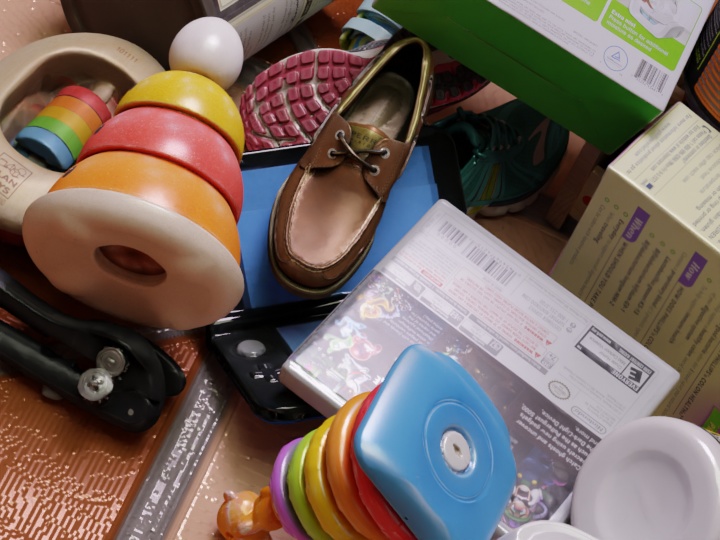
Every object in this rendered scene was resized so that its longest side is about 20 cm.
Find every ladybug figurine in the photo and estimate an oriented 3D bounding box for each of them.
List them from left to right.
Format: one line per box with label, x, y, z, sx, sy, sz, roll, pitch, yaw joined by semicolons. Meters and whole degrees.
ladybug figurine;-0.204;-0.081;1.714;0.135;0.072;0.200;36;48;8

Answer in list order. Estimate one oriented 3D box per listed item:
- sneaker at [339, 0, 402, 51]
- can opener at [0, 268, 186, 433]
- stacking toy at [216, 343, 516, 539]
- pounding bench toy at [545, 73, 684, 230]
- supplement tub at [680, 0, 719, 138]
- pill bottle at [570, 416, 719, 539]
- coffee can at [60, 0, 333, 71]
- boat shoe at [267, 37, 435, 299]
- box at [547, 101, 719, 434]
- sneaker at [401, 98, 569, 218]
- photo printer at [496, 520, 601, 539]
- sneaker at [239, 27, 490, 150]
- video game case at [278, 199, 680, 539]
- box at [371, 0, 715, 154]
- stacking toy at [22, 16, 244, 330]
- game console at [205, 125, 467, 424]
sneaker;0.037;-0.209;1.838;0.079;0.201;0.130;30;59;33
can opener;-0.208;0.042;1.631;0.199;0.079;0.064;26;86;5
stacking toy;-0.013;0.133;1.544;0.116;0.199;0.110;51;42;-19
pounding bench toy;0.264;-0.082;1.862;0.156;0.124;0.200;36;48;10
supplement tub;0.294;-0.154;1.714;0.122;0.200;0.123;11;50;-14
pill bottle;0.227;0.164;1.606;0.200;0.112;0.113;22;36;-52
coffee can;-0.098;-0.226;1.826;0.146;0.147;0.200;41;49;14
boat shoe;-0.006;-0.074;1.671;0.072;0.068;0.201;23;55;0
box;0.238;0.021;1.731;0.200;0.176;0.097;39;49;13
sneaker;0.083;-0.080;1.821;0.200;0.080;0.078;-29;67;-37
photo printer;0.144;0.236;1.524;0.199;0.167;0.070;26;50;2
sneaker;0.011;-0.123;1.801;0.199;0.075;0.081;-16;84;9
video game case;0.078;0.068;1.625;0.200;0.023;0.182;37;55;10
box;0.139;-0.213;1.731;0.199;0.097;0.177;30;66;-9
stacking toy;-0.121;-0.076;1.635;0.145;0.146;0.201;20;61;-4
game console;0.000;0.000;1.676;0.199;0.119;0.171;-10;29;-19
